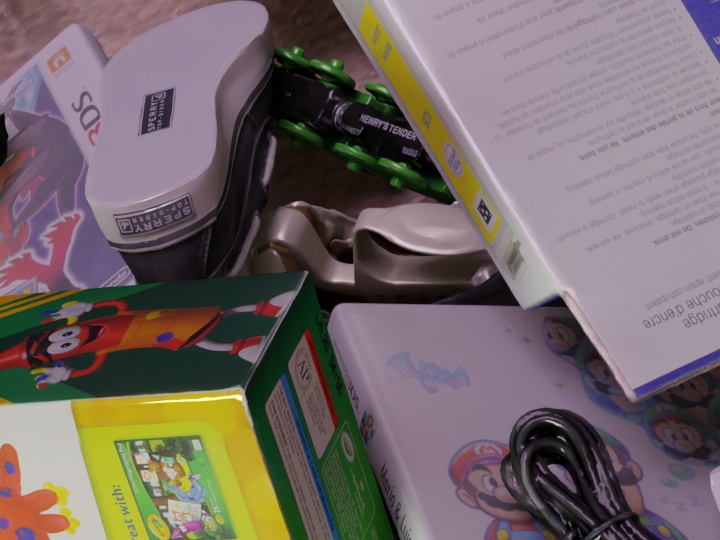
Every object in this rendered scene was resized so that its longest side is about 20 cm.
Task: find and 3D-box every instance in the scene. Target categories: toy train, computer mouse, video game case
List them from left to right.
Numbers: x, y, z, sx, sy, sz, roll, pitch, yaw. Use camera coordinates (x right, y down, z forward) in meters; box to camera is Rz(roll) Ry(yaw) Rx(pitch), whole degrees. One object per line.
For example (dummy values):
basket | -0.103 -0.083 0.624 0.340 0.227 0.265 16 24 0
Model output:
video game case | -0.170 0.002 1.166 0.200 0.023 0.182 -40 41 7
toy train | -0.013 -0.066 1.135 0.200 0.056 0.042 24 85 50
video game case | 0.104 0.076 0.890 0.200 0.024 0.182 1 38 -20
computer mouse | 0.152 0.074 0.854 0.200 0.044 0.110 -8 41 -31

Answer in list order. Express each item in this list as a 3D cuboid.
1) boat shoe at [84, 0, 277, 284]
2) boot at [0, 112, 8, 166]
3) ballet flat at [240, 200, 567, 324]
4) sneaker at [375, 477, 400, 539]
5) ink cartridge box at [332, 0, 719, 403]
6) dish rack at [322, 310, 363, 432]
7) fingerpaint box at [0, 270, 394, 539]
boat shoe | -0.065 -0.046 1.072 0.072 0.068 0.200 -14 27 8
boot | -0.191 -0.026 1.109 0.200 0.076 0.168 34 35 9
ballet flat | 0.000 0.000 1.069 0.200 0.073 0.073 0 50 29
sneaker | -0.024 0.113 0.949 0.200 0.067 0.090 -26 -1 2
ink cartridge box | 0.121 -0.066 0.929 0.197 0.047 0.200 -23 71 -19
dish rack | -0.061 0.064 0.983 0.200 0.055 0.153 -22 9 32
fingerpaint box | -0.074 0.106 0.871 0.167 0.200 0.073 -5 30 22
